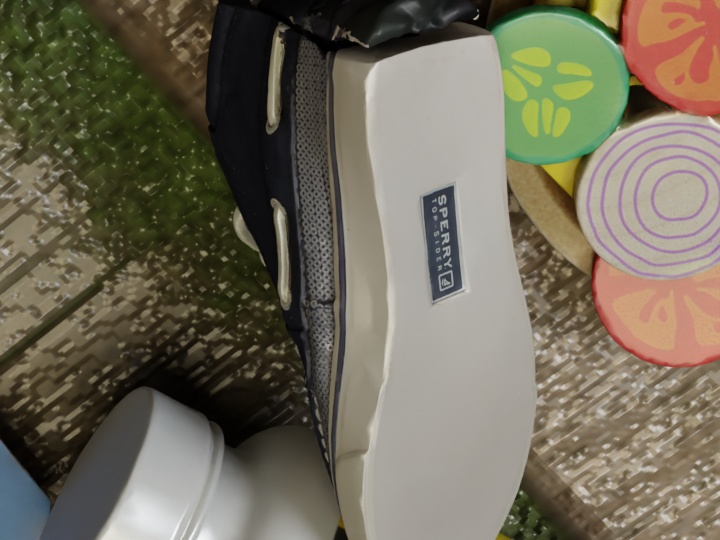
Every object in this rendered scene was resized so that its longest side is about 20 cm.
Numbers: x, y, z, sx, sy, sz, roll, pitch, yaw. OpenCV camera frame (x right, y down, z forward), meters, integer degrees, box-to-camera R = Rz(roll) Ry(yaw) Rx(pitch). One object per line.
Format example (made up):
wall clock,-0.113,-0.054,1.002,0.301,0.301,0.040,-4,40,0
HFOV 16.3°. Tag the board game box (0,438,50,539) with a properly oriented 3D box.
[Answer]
board game box,-0.206,0.069,0.874,0.157,0.039,0.200,-31,118,8

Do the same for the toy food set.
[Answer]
toy food set,0.135,-0.059,0.800,0.198,0.049,0.200,-40,113,20

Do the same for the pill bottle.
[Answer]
pill bottle,-0.009,0.122,0.864,0.199,0.112,0.111,30,115,-17

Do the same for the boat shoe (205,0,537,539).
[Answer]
boat shoe,0.000,0.000,0.800,0.074,0.093,0.201,-15,116,-34
